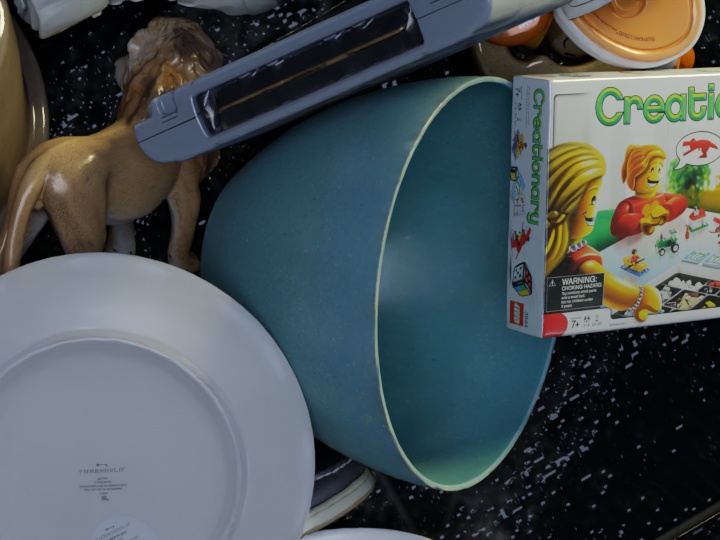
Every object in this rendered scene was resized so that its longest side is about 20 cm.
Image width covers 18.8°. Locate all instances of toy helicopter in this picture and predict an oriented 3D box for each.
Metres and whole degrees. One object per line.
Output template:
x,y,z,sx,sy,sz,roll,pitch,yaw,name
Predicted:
0.145,-0.157,1.123,0.200,0.079,0.132,-45,101,0,toy helicopter

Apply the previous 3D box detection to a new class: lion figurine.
-0.123,-0.046,1.066,0.072,0.200,0.123,13,115,15,lion figurine

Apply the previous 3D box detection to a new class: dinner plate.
-0.120,0.092,1.002,0.199,0.024,0.201,0,103,-2,dinner plate

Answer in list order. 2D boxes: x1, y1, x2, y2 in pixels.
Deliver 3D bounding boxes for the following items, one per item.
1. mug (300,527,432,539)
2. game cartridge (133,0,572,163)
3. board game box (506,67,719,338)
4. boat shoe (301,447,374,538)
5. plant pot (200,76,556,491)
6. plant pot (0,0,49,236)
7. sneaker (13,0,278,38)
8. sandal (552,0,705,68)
0.014,0.234,1.109,0.199,0.147,0.176,-20,114,-32,mug
0.004,-0.105,1.030,0.199,0.133,0.042,-21,89,31,game cartridge
0.164,-0.039,1.103,0.199,0.035,0.127,-6,102,-31,board game box
-0.094,0.118,1.124,0.199,0.072,0.065,-15,99,3,boat shoe
0.000,0.000,1.080,0.134,0.200,0.201,7,93,29,plant pot
-0.232,-0.089,1.022,0.199,0.175,0.201,6,72,-18,plant pot
-0.114,-0.155,1.056,0.115,0.200,0.074,-27,74,7,sneaker
0.112,-0.188,1.046,0.079,0.059,0.207,-33,108,-14,sandal
